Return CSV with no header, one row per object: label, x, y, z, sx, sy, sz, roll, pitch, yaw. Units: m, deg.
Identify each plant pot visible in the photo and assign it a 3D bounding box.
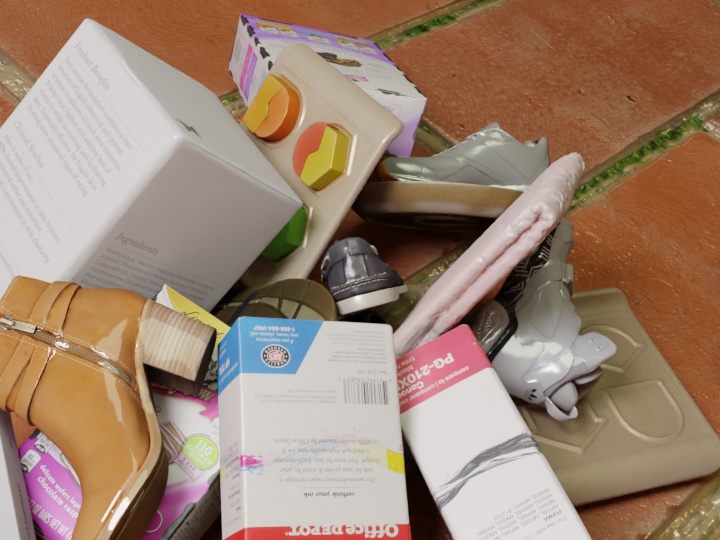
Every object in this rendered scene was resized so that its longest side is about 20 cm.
plant pot,0.081,-0.058,1.027,0.198,0.200,0.028,4,86,-10

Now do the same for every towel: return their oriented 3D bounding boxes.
towel,0.104,-0.008,0.868,0.032,0.191,0.200,43,24,0

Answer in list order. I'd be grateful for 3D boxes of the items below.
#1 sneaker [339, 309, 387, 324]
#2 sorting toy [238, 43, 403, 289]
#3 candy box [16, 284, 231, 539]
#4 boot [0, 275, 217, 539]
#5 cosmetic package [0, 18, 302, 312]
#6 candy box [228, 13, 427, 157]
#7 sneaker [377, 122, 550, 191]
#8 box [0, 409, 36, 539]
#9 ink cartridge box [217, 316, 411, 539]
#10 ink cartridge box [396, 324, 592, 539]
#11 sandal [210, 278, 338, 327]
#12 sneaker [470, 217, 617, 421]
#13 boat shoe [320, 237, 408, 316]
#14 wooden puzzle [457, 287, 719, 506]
sneaker,-0.016,0.105,0.855,0.099,0.071,0.201,-24,35,23
sorting toy,-0.071,-0.092,0.963,0.036,0.201,0.185,23,16,-47
candy box,-0.153,0.127,0.787,0.136,0.061,0.200,31,66,18
boot,-0.199,0.100,0.720,0.154,0.074,0.201,16,56,3
cosmetic package,-0.193,-0.056,0.871,0.168,0.200,0.166,50,14,33
candy box,-0.041,-0.200,1.141,0.167,0.072,0.200,7,26,-20
sneaker,0.111,-0.111,1.109,0.199,0.076,0.093,5,84,-22
box,-0.321,0.183,0.703,0.199,0.041,0.156,-21,51,-8
ink cartridge box,-0.033,0.138,0.721,0.115,0.067,0.201,4,69,-21
ink cartridge box,0.099,0.165,0.783,0.084,0.145,0.201,-27,51,0
sandal,-0.079,0.052,0.883,0.199,0.054,0.080,-4,38,52
sneaker,0.170,0.043,0.929,0.114,0.075,0.200,30,53,10
boat shoe,0.000,0.000,0.925,0.072,0.200,0.063,-16,91,1
wooden puzzle,0.200,0.113,0.952,0.184,0.046,0.201,-7,51,-20
